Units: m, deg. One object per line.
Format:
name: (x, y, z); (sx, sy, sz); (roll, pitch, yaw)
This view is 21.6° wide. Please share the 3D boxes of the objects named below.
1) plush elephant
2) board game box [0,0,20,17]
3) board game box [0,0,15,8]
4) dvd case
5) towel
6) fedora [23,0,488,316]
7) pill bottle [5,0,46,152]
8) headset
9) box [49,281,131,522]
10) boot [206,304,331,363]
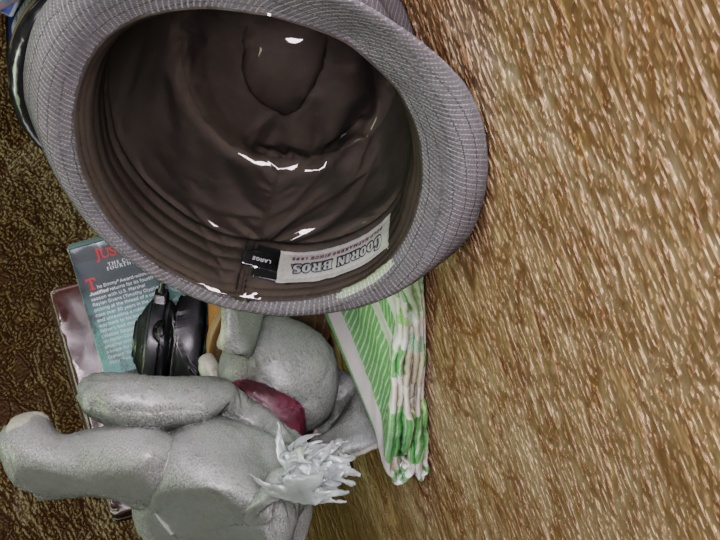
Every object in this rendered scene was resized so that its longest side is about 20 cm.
plush elephant: (-0.071, 0.085, 1.032); (0.165, 0.199, 0.155); (55, -148, -24)
board game box: (-0.178, -0.261, 1.083); (0.201, 0.043, 0.199); (-62, 18, 11)
board game box: (-0.165, -0.252, 0.948); (0.043, 0.198, 0.202); (0, -111, -63)
dvd case: (-0.101, 0.060, 1.272); (0.022, 0.145, 0.202); (-108, 3, -77)
towel: (0.000, 0.000, 0.949); (0.201, 0.023, 0.153); (86, 165, -55)
fedora: (-0.034, -0.072, 0.720); (0.201, 0.175, 0.091); (86, -166, -51)
pill bottle: (-0.148, -0.134, 1.085); (0.200, 0.111, 0.113); (-117, 13, -67)
headset: (-0.095, 0.043, 1.203); (0.094, 0.122, 0.201); (-87, -23, -61)
box: (-0.131, 0.084, 1.413); (0.200, 0.164, 0.166); (124, 128, -79)
boot: (-0.072, -0.036, 1.124); (0.156, 0.076, 0.201); (-112, 13, -47)
